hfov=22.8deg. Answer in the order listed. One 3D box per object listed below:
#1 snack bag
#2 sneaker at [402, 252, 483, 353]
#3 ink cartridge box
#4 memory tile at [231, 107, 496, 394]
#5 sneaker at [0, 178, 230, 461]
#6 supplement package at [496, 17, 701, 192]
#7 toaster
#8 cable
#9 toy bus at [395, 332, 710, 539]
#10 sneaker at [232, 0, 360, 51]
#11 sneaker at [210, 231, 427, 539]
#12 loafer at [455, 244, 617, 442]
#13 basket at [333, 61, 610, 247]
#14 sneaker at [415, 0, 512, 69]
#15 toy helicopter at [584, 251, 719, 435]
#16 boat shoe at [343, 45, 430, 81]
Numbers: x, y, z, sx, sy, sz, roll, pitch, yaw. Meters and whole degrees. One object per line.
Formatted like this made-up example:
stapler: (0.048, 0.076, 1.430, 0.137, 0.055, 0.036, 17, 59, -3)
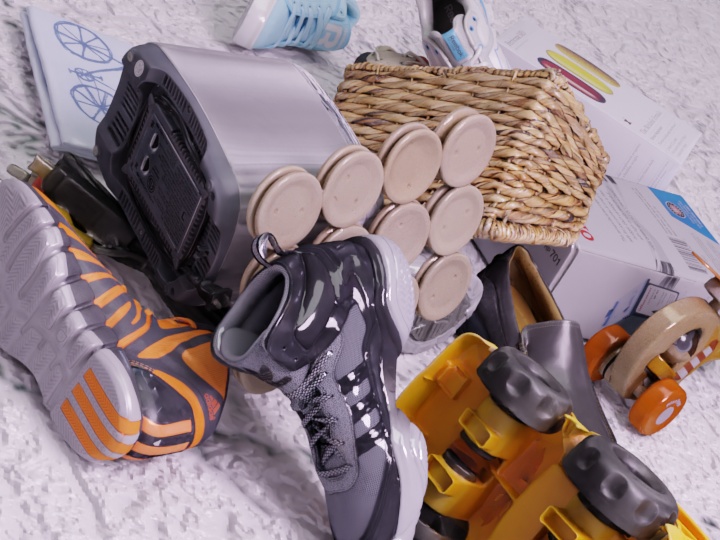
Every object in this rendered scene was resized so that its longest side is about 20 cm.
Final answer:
snack bag: (-0.156, -0.118, 1.356, 0.200, 0.021, 0.189, 17, 30, -32)
sneaker: (0.000, 0.000, 1.258, 0.200, 0.078, 0.099, 7, 32, -41)
ink cartridge box: (0.205, -0.012, 1.478, 0.200, 0.086, 0.147, 12, 32, -31)
memory tile: (0.003, -0.015, 1.101, 0.200, 0.153, 0.017, -20, 40, -38)
sneaker: (-0.150, 0.032, 1.060, 0.112, 0.078, 0.200, 4, 48, -50)
supplement package: (0.190, -0.124, 1.628, 0.200, 0.110, 0.114, 34, 26, 6)
toaster: (-0.074, -0.057, 1.132, 0.129, 0.114, 0.200, -3, 44, -34)
cable: (-0.157, -0.010, 1.172, 0.200, 0.050, 0.097, 42, 12, -7)
toy bus: (0.128, 0.149, 1.090, 0.192, 0.136, 0.200, 18, 24, -52)
sneaker: (-0.047, -0.229, 1.602, 0.082, 0.074, 0.200, 31, 27, 6)
sneaker: (-0.027, 0.075, 1.021, 0.114, 0.075, 0.200, 7, 77, -39)
loafer: (0.130, 0.063, 1.286, 0.073, 0.072, 0.200, 9, 35, -40)
basket: (0.066, -0.054, 1.323, 0.200, 0.149, 0.143, 5, -31, 33)
sneaker: (0.087, -0.157, 1.423, 0.200, 0.075, 0.087, 64, 14, 20)
toy helicopter: (0.269, 0.048, 1.390, 0.200, 0.132, 0.079, -3, 42, -49)
boat shoe: (0.031, -0.154, 1.484, 0.071, 0.063, 0.200, 45, -2, -13)
